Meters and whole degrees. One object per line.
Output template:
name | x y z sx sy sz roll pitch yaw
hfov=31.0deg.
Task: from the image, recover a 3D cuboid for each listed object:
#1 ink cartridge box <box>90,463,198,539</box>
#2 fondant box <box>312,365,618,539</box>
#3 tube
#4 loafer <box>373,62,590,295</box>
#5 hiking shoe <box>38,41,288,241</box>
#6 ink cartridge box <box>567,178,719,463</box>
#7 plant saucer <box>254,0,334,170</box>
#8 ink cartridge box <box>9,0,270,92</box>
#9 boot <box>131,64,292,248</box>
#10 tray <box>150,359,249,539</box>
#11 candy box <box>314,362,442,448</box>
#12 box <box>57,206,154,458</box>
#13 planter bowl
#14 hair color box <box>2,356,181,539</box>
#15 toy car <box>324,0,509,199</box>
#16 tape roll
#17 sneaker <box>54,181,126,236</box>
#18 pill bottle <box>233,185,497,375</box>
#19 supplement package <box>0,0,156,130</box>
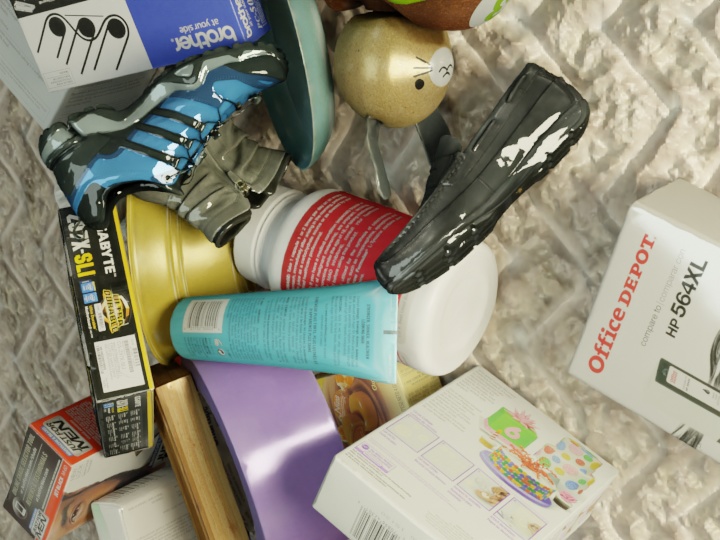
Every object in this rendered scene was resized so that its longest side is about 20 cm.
ink cartridge box | -0.157 0.281 1.223 0.050 0.161 0.200 0 105 42
fondant box | 0.083 0.163 0.974 0.144 0.200 0.058 37 126 22
tube | -0.057 0.045 0.997 0.200 0.050 0.078 -1 93 34
loafer | 0.078 -0.066 0.934 0.070 0.068 0.201 43 85 15
hiking shoe | -0.137 -0.100 0.973 0.200 0.074 0.087 -26 84 5
ink cartridge box | 0.259 0.049 0.877 0.200 0.084 0.146 30 121 26
plant saucer | -0.058 -0.179 1.020 0.200 0.027 0.200 164 90 -78
ink cartridge box | -0.176 -0.205 1.012 0.200 0.044 0.094 -7 115 29
boot | -0.111 -0.114 1.061 0.131 0.200 0.068 28 151 3
tray | -0.141 0.182 1.140 0.099 0.037 0.200 -165 55 -72
candy box | 0.033 0.171 1.109 0.115 0.055 0.200 -18 94 41
box | -0.206 0.053 1.061 0.200 0.049 0.160 113 142 -67
planter bowl | -0.137 -0.020 1.125 0.083 0.200 0.201 -4 105 5
hair color box | -0.228 0.164 1.213 0.064 0.200 0.111 39 125 21
toy car | 0.040 -0.156 0.926 0.158 0.164 0.200 12 114 34
tape roll | -0.078 0.149 1.106 0.200 0.085 0.200 59 162 32
sneaker | -0.213 -0.066 1.159 0.078 0.200 0.099 -14 117 7
pill bottle | 0.000 0.000 1.041 0.200 0.112 0.112 22 117 30
supplement package | -0.232 -0.239 1.134 0.117 0.117 0.200 49 128 13
